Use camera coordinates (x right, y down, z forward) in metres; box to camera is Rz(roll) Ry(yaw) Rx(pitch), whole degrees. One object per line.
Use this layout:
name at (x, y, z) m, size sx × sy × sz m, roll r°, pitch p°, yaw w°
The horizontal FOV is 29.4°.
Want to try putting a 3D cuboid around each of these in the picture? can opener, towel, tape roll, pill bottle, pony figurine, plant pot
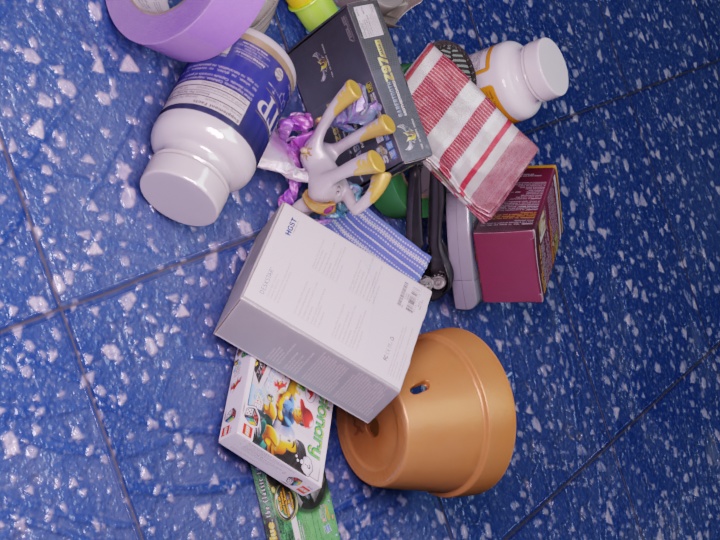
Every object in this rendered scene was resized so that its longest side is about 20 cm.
can opener at (0.083, -0.046, 1.766) m, size 0.079 × 0.063 × 0.202 m, roll -106°, pitch -174°, yaw -56°
towel at (0.000, 0.000, 1.663) m, size 0.144 × 0.024 × 0.201 m, roll 38°, pitch 44°, yaw -6°
tape roll at (0.063, -0.170, 1.803) m, size 0.200 × 0.048 × 0.203 m, roll -2°, pitch 93°, yaw -59°
pill bottle at (0.184, -0.252, 1.908) m, size 0.111 × 0.199 × 0.112 m, roll 24°, pitch 58°, yaw -47°
pony figurine at (-0.052, -0.126, 1.576) m, size 0.166 × 0.200 × 0.195 m, roll 13°, pitch 50°, yaw -43°
pill bottle at (-0.155, -0.153, 1.467) m, size 0.120 × 0.119 × 0.201 m, roll 45°, pitch 53°, yaw -34°
towel at (0.125, -0.175, 1.728) m, size 0.200 × 0.023 × 0.144 m, roll 43°, pitch 58°, yaw -11°
tape roll at (-0.179, -0.325, 1.439) m, size 0.065 × 0.199 × 0.202 m, roll 16°, pitch 64°, yaw -51°
plant pot at (0.066, 0.174, 1.604) m, size 0.139 × 0.199 × 0.202 m, roll -6°, pitch 81°, yaw -38°

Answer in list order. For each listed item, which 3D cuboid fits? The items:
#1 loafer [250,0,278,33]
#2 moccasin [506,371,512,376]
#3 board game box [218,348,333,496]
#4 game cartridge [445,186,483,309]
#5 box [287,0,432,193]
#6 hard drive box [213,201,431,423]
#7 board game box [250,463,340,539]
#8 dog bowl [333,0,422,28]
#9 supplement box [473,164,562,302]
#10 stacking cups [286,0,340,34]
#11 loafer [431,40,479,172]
loafer at (-0.121, -0.347, 1.628) m, size 0.069 × 0.070 × 0.201 m, roll 21°, pitch 50°, yaw -10°
moccasin at (0.154, 0.153, 1.821) m, size 0.200 × 0.068 × 0.081 m, roll 37°, pitch 49°, yaw -41°
board game box at (-0.084, 0.129, 1.503) m, size 0.126 × 0.034 × 0.201 m, roll 37°, pitch 42°, yaw -31°
game cartridge at (0.150, -0.053, 1.868) m, size 0.133 × 0.041 × 0.202 m, roll -30°, pitch 117°, yaw -73°
box at (-0.004, -0.202, 1.653) m, size 0.051 × 0.157 × 0.202 m, roll -17°, pitch 87°, yaw -32°
hard drive box at (-0.038, 0.044, 1.495) m, size 0.199 × 0.077 × 0.157 m, roll 32°, pitch 46°, yaw -10°
board game box at (-0.071, 0.252, 1.513) m, size 0.104 × 0.023 × 0.202 m, roll -4°, pitch 80°, yaw -57°
dog bowl at (0.006, -0.416, 1.851) m, size 0.199 × 0.058 × 0.202 m, roll 25°, pitch 57°, yaw -46°
supplement box at (0.220, -0.053, 1.885) m, size 0.200 × 0.085 × 0.111 m, roll -62°, pitch 146°, yaw -56°
stacking cups at (-0.036, -0.308, 1.754) m, size 0.200 × 0.060 × 0.061 m, roll 51°, pitch 41°, yaw -34°
loafer at (0.105, -0.201, 1.781) m, size 0.072 × 0.071 × 0.202 m, roll 7°, pitch 72°, yaw -26°
